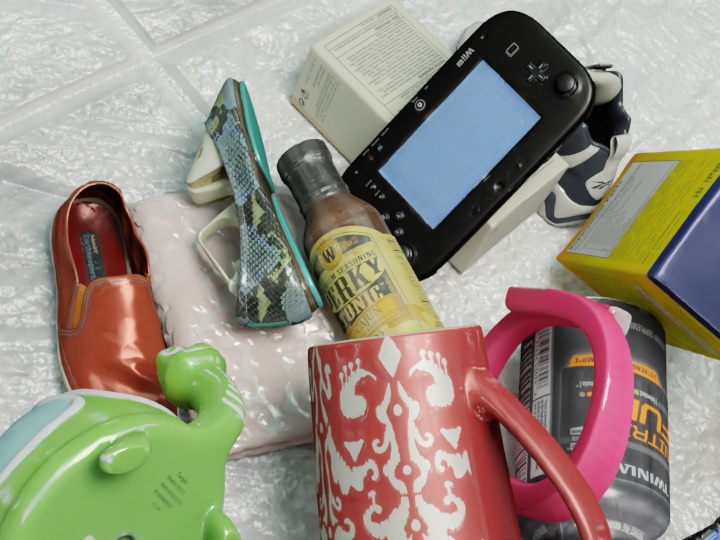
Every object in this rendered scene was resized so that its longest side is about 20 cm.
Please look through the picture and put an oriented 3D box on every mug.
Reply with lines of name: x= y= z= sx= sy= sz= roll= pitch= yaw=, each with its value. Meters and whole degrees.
mug: x=0.054 y=0.135 z=0.761 sx=0.176 sy=0.133 sz=0.202 roll=-8 pitch=85 yaw=5

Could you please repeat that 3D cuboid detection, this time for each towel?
towel: x=-0.050 y=0.026 z=0.906 sx=0.190 sy=0.032 sz=0.201 roll=-10 pitch=63 yaw=-24

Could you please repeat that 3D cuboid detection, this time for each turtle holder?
turtle holder: x=-0.152 y=0.122 z=0.731 sx=0.140 sy=0.131 sz=0.187 roll=22 pitch=90 yaw=-43

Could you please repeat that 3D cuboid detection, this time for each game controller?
game controller: x=0.072 y=-0.088 z=0.912 sx=0.200 sy=0.042 sz=0.104 roll=-46 pitch=79 yaw=10

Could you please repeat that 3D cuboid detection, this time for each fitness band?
fitness band: x=0.115 y=0.085 z=0.831 sx=0.037 sy=0.200 sz=0.145 roll=19 pitch=86 yaw=-21

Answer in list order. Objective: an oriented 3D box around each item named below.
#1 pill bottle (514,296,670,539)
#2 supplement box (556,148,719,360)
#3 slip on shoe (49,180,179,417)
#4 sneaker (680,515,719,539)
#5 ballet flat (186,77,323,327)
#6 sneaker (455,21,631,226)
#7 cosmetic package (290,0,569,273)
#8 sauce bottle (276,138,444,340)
pill bottle: x=0.159 y=0.128 z=0.874 sx=0.105 sy=0.106 sz=0.201 roll=14 pitch=57 yaw=-11
supplement box: x=0.240 y=-0.012 z=0.907 sx=0.109 sy=0.200 sz=0.109 roll=39 pitch=87 yaw=-10
slip on shoe: x=-0.164 y=0.029 z=0.845 sx=0.074 sy=0.061 sz=0.201 roll=-5 pitch=63 yaw=-24
sneaker: x=0.258 y=0.212 z=0.880 sx=0.199 sy=0.075 sz=0.079 roll=-22 pitch=72 yaw=-28
ballet flat: x=-0.086 y=-0.048 z=0.885 sx=0.074 sy=0.074 sz=0.201 roll=-6 pitch=56 yaw=-23
sneaker: x=0.155 y=-0.149 z=1.027 sx=0.079 sy=0.130 sz=0.200 roll=-9 pitch=63 yaw=-26
cosmetic package: x=0.052 y=-0.109 z=1.000 sx=0.103 sy=0.073 sz=0.200 roll=-36 pitch=77 yaw=-33
sauce bottle: x=0.000 y=0.000 z=0.883 sx=0.064 sy=0.065 sz=0.201 roll=-18 pitch=66 yaw=-28
